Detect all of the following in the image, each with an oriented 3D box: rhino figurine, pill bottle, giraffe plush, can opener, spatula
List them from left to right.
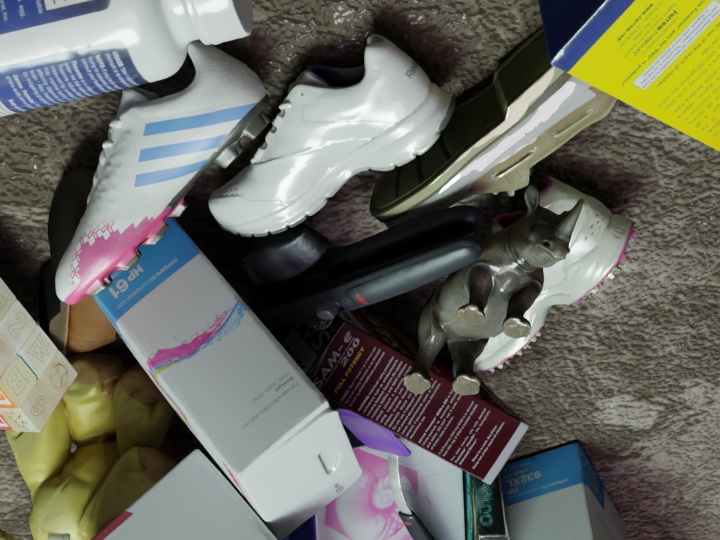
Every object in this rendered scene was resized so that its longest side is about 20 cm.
[{"bbox_3d":[-0.171,-0.164,1.038,0.198,0.112,0.112,-12,137,8],"label":"pill bottle"},{"bbox_3d":[-0.191,0.179,1.384,0.171,0.203,0.162,7,171,28],"label":"giraffe plush"},{"bbox_3d":[0.000,0.000,1.182,0.198,0.064,0.078,-11,149,32],"label":"can opener"},{"bbox_3d":[0.034,0.182,1.376,0.056,0.021,0.201,8,133,43],"label":"spatula"},{"bbox_3d":[0.100,0.008,1.201,0.059,0.088,0.200,28,134,-12],"label":"rhino figurine"}]

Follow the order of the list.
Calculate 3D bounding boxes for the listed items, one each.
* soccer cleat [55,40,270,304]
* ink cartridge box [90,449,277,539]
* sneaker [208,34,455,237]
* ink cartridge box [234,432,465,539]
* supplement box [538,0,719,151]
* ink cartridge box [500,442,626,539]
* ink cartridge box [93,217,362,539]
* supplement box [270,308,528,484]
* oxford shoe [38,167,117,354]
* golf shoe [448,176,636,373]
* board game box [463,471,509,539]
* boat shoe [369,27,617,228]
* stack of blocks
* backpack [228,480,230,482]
[{"bbox_3d":[-0.148,-0.069,1.136,0.086,0.070,0.200,44,93,-4],"label":"soccer cleat"},{"bbox_3d":[-0.120,0.251,1.260,0.145,0.145,0.200,-40,165,-12],"label":"ink cartridge box"},{"bbox_3d":[-0.031,-0.095,1.169,0.199,0.075,0.087,-31,112,24],"label":"sneaker"},{"bbox_3d":[-0.004,0.236,1.416,0.198,0.043,0.199,-11,106,-26],"label":"ink cartridge box"},{"bbox_3d":[0.222,-0.163,1.074,0.198,0.110,0.110,22,131,-27],"label":"supplement box"},{"bbox_3d":[0.190,0.280,1.479,0.083,0.202,0.146,-18,136,14],"label":"ink cartridge box"},{"bbox_3d":[-0.096,0.078,1.211,0.084,0.200,0.145,-39,153,-10],"label":"ink cartridge box"},{"bbox_3d":[0.025,0.083,1.315,0.199,0.109,0.061,30,97,-32],"label":"supplement box"},{"bbox_3d":[-0.195,-0.008,1.243,0.070,0.072,0.201,-2,148,-17],"label":"oxford shoe"},{"bbox_3d":[0.120,0.003,1.285,0.091,0.076,0.200,38,128,-9],"label":"golf shoe"},{"bbox_3d":[0.105,0.230,1.468,0.028,0.136,0.201,-3,137,-1],"label":"board game box"},{"bbox_3d":[0.092,-0.084,1.173,0.068,0.075,0.199,35,124,-28],"label":"boat shoe"},{"bbox_3d":[-0.312,0.030,1.239,0.114,0.059,0.201,1,136,36],"label":"stack of blocks"},{"bbox_3d":[-0.062,0.261,1.491,0.198,0.154,0.164,28,110,-12],"label":"backpack"}]
